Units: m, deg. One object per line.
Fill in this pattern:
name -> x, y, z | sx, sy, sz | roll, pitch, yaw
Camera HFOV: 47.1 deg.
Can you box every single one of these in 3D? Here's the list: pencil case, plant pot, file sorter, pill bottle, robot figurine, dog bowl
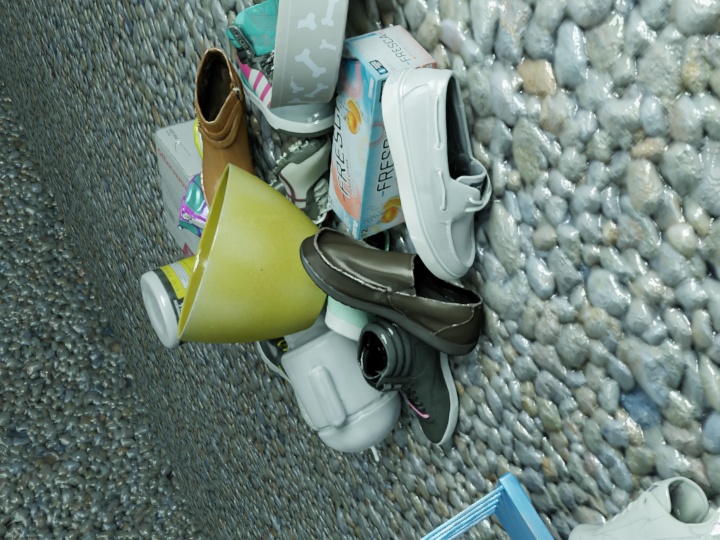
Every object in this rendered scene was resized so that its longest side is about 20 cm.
pencil case -> -0.147, -0.042, 1.087 | 0.199, 0.092, 0.086 | 34, 127, 11
plant pot -> -0.111, -0.002, 0.931 | 0.200, 0.140, 0.203 | -163, 90, -76
file sorter -> 0.125, 0.296, 0.775 | 0.140, 0.122, 0.200 | 58, 174, 22
pill bottle -> -0.209, 0.026, 1.209 | 0.114, 0.198, 0.115 | 44, 146, 41
robot figurine -> -0.023, 0.136, 1.017 | 0.202, 0.112, 0.169 | 62, -163, 0
dog bowl -> -0.046, -0.245, 0.747 | 0.200, 0.058, 0.203 | -174, 90, -82

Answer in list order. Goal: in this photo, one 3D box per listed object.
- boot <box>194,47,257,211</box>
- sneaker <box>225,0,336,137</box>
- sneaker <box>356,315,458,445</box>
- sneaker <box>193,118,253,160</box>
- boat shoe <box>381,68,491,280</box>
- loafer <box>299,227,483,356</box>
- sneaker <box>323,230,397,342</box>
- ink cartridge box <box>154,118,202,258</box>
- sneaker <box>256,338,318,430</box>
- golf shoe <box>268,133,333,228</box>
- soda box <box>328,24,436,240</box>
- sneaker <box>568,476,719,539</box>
boot -> -0.161, -0.153, 0.991 | 0.155, 0.075, 0.203 | 126, 145, -81
sneaker -> -0.087, -0.234, 0.911 | 0.200, 0.083, 0.122 | 42, 154, 45
sneaker -> 0.047, 0.118, 0.891 | 0.070, 0.098, 0.202 | 31, 137, 49
sneaker -> -0.182, -0.134, 1.161 | 0.084, 0.074, 0.203 | -9, 101, 64
boat shoe -> 0.078, -0.080, 0.719 | 0.068, 0.072, 0.202 | 2, 118, 33
loafer -> 0.036, 0.005, 0.806 | 0.198, 0.073, 0.072 | 26, 126, 3
sneaker -> 0.000, 0.000, 0.954 | 0.119, 0.073, 0.200 | -65, 13, 7
ink cartridge box -> -0.262, -0.120, 1.338 | 0.146, 0.084, 0.202 | 48, 150, 36
sneaker -> -0.080, 0.134, 1.198 | 0.201, 0.074, 0.085 | 54, 150, 10
golf shoe -> -0.058, -0.103, 0.978 | 0.088, 0.077, 0.200 | 45, 158, 2
soda box -> 0.016, -0.126, 0.793 | 0.064, 0.068, 0.201 | 52, 151, 33
sneaker -> 0.235, 0.210, 0.647 | 0.200, 0.074, 0.101 | 160, 112, -67
